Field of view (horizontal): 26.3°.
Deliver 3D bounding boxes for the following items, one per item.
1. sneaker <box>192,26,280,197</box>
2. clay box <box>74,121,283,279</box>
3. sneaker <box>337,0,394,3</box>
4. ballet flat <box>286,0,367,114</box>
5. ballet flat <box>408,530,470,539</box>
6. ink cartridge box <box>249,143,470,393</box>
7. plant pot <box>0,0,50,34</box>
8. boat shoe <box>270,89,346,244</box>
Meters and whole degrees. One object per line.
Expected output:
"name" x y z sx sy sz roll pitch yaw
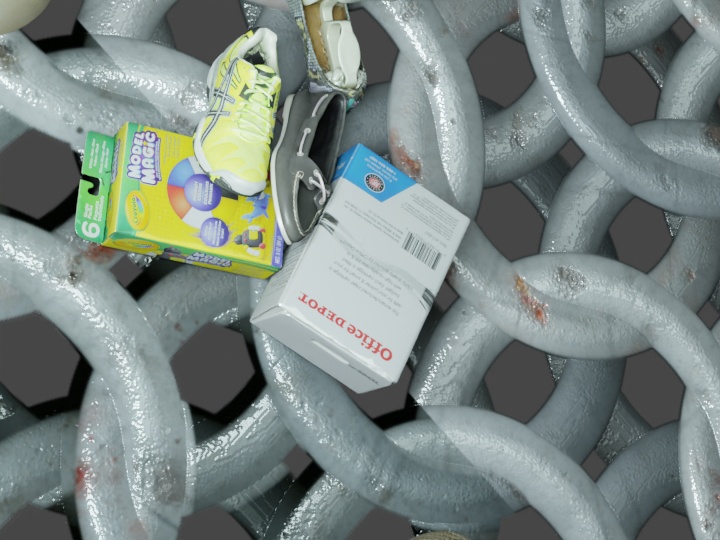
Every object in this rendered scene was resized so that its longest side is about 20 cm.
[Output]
"sneaker" -0.114 -0.157 1.488 0.075 0.076 0.201 16 47 -24
"clay box" -0.170 -0.069 1.489 0.199 0.048 0.115 12 69 -26
"sneaker" 0.030 -0.329 1.599 0.075 0.084 0.200 51 29 0
"ballet flat" -0.032 -0.261 1.599 0.072 0.072 0.201 -9 81 -29
"ballet flat" 0.035 0.293 1.505 0.199 0.046 0.068 -1 79 -28
"ink cartridge box" 0.000 0.000 1.539 0.146 0.084 0.200 34 65 -16
"plant pot" -0.332 -0.335 1.386 0.187 0.200 0.188 7 73 -26
"boat shoe" -0.048 -0.109 1.503 0.200 0.057 0.067 -86 158 -44
